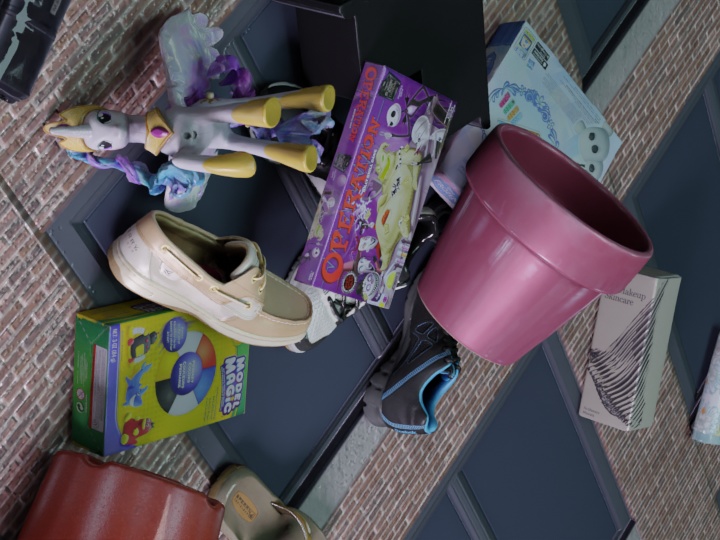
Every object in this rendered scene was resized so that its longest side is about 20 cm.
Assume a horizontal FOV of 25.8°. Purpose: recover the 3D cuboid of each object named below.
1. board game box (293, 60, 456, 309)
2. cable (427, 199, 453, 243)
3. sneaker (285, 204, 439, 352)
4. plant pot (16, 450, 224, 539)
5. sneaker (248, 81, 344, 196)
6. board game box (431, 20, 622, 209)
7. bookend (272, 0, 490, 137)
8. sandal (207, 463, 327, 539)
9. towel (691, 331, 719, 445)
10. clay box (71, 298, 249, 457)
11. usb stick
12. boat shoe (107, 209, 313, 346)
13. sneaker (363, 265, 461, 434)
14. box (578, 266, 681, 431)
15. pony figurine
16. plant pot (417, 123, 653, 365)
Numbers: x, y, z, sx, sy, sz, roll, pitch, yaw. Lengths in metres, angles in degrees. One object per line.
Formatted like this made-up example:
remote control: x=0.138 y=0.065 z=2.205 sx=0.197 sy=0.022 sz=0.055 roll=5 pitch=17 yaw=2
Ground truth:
board game box: x=0.015 y=-0.073 z=1.401 sx=0.120 sy=0.032 sz=0.202 roll=17 pitch=92 yaw=-48
cable: x=0.131 y=-0.053 z=1.712 sx=0.199 sy=0.050 sz=0.098 roll=-15 pitch=123 yaw=-36
sneaker: x=0.000 y=0.000 z=1.505 sx=0.201 sy=0.087 sz=0.076 roll=-54 pitch=141 yaw=-23
plant pot: x=-0.205 y=0.260 z=1.261 sx=0.201 sy=0.199 sz=0.197 roll=36 pitch=67 yaw=-52
sneaker: x=-0.019 y=-0.110 z=1.436 sx=0.200 sy=0.087 sz=0.076 roll=33 pitch=77 yaw=-53
board game box: x=0.173 y=-0.123 z=1.675 sx=0.200 sy=0.043 sz=0.200 roll=45 pitch=64 yaw=-31
bookend: x=0.023 y=-0.194 z=1.457 sx=0.198 sy=0.092 sz=0.202 roll=-35 pitch=131 yaw=-38
sandal: x=-0.081 y=0.255 z=1.523 sx=0.081 sy=0.054 sz=0.200 roll=-58 pitch=141 yaw=-20
towel: x=0.564 y=0.177 z=2.349 sx=0.199 sy=0.048 sz=0.173 roll=10 pitch=92 yaw=-54
clay box: x=-0.160 y=0.080 z=1.358 sx=0.199 sy=0.047 sz=0.116 roll=-13 pitch=113 yaw=-49
usb stick: x=-0.232 y=-0.221 z=1.162 sx=0.055 sy=0.032 sz=0.202 roll=29 pitch=80 yaw=-46
boat shoe: x=-0.112 y=0.005 z=1.318 sx=0.199 sy=0.074 sz=0.069 roll=21 pitch=126 yaw=-35
sneaker: x=0.079 y=0.079 z=1.643 sx=0.073 sy=0.081 sz=0.202 roll=34 pitch=74 yaw=-50
box: x=0.342 y=0.096 z=1.996 sx=0.068 sy=0.082 sz=0.202 roll=-3 pitch=104 yaw=-51
pony figurine: x=-0.124 y=-0.118 z=1.241 sx=0.193 sy=0.198 sz=0.168 roll=-27 pitch=118 yaw=-63
plant pot: x=0.157 y=-0.015 z=1.548 sx=0.199 sy=0.200 sz=0.179 roll=9 pitch=126 yaw=-53
